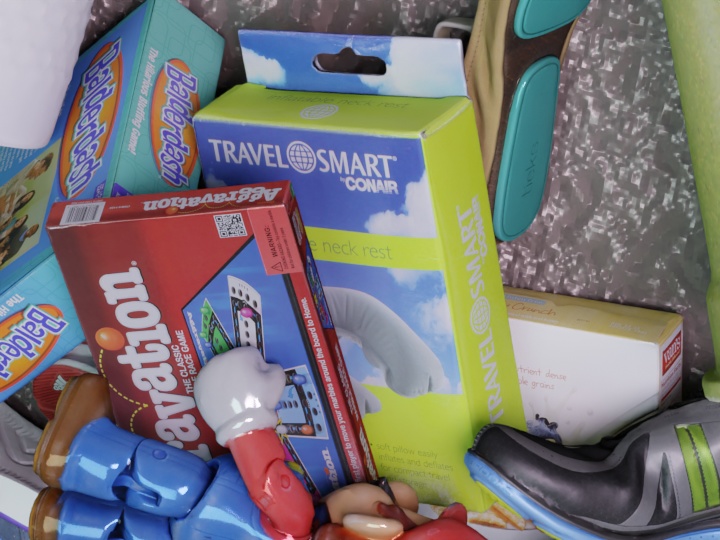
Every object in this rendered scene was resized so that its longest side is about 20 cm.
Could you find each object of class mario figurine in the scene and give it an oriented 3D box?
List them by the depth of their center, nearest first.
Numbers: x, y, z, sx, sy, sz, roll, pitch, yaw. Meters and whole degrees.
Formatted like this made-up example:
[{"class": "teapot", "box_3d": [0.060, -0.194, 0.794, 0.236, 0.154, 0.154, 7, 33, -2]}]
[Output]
[{"class": "mario figurine", "box_3d": [-0.032, 0.101, 1.130, 0.199, 0.124, 0.106, 19, 77, 7]}]

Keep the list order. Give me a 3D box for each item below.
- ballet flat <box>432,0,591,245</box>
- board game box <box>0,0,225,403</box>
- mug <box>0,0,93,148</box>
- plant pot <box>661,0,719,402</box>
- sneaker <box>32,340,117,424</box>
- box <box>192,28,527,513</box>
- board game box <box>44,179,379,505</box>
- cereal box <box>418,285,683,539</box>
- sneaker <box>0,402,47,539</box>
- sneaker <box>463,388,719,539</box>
[{"class": "ballet flat", "box_3d": [0.059, -0.104, 1.128, 0.063, 0.069, 0.201, 31, 121, 27]}, {"class": "board game box", "box_3d": [-0.148, -0.016, 1.213, 0.045, 0.153, 0.200, 36, 128, -25]}, {"class": "mug", "box_3d": [-0.194, -0.167, 1.183, 0.200, 0.147, 0.176, 27, 101, 47]}, {"class": "plant pot", "box_3d": [0.197, -0.069, 1.017, 0.200, 0.200, 0.185, -17, 91, 30]}, {"class": "sneaker", "box_3d": [-0.063, 0.058, 1.254, 0.078, 0.116, 0.200, 2, 147, 32]}, {"class": "box", "box_3d": [0.000, 0.000, 1.158, 0.121, 0.048, 0.201, 6, 118, 33]}, {"class": "board game box", "box_3d": [-0.055, 0.050, 1.137, 0.102, 0.019, 0.201, -5, 128, 15]}, {"class": "cereal box", "box_3d": [0.073, 0.105, 1.224, 0.143, 0.040, 0.201, 8, 115, 25]}, {"class": "sneaker", "box_3d": [-0.209, 0.136, 1.349, 0.199, 0.081, 0.147, 29, 117, 6]}, {"class": "sneaker", "box_3d": [0.138, 0.077, 1.133, 0.199, 0.071, 0.083, 3, 101, -13]}]
